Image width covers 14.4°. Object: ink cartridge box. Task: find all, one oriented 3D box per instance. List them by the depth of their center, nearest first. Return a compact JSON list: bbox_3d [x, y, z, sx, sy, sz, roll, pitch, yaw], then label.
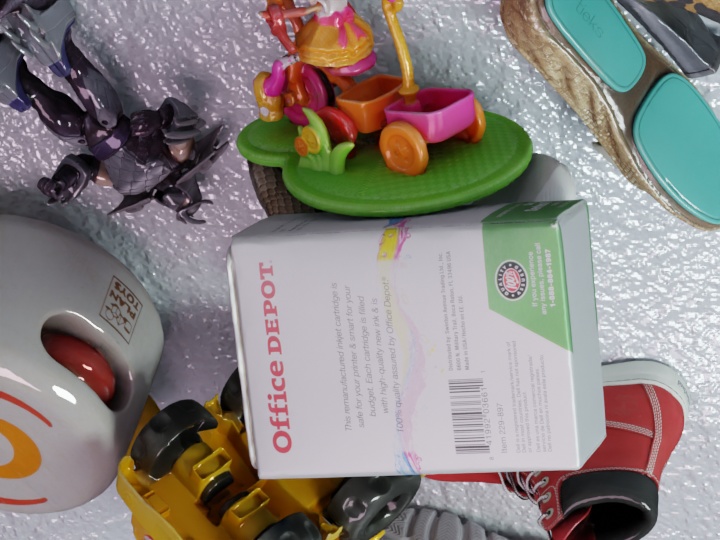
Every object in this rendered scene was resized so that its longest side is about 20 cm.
[{"bbox_3d":[0.033,0.039,1.640,0.199,0.087,0.146,-4,100,17],"label":"ink cartridge box"}]

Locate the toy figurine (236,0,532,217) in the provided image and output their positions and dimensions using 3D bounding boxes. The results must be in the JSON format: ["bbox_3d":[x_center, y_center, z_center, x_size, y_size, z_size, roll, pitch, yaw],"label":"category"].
[{"bbox_3d":[-0.001,-0.150,1.659,0.199,0.150,0.185,15,123,40],"label":"toy figurine"}]

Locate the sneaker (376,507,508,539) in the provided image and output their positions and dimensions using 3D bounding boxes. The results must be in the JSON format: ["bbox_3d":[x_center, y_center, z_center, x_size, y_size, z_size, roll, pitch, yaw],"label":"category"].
[{"bbox_3d":[0.082,0.237,1.964,0.199,0.078,0.112,14,131,8],"label":"sneaker"}]

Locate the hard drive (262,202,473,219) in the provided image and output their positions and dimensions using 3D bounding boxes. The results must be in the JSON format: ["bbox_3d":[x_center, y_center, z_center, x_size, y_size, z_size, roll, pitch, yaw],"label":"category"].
[{"bbox_3d":[0.034,-0.009,1.807,0.199,0.027,0.132,17,132,5],"label":"hard drive"}]

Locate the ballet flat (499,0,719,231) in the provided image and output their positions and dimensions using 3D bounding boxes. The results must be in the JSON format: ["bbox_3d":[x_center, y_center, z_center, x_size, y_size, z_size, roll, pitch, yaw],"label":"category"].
[{"bbox_3d":[0.152,-0.103,1.671,0.200,0.071,0.065,52,154,-21],"label":"ballet flat"}]

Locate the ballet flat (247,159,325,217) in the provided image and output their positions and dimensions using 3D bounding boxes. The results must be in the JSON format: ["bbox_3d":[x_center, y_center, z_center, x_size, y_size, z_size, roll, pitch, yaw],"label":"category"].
[{"bbox_3d":[0.000,0.000,1.730,0.046,0.067,0.200,-41,74,20],"label":"ballet flat"}]

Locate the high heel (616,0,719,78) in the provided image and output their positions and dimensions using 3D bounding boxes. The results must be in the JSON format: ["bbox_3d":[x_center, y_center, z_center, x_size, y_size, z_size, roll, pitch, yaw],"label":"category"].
[{"bbox_3d":[0.211,-0.183,1.562,0.199,0.072,0.143,-19,127,42],"label":"high heel"}]

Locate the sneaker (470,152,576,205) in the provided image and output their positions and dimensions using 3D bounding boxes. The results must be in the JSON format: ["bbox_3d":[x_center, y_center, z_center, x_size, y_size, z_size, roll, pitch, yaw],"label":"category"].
[{"bbox_3d":[0.098,0.003,1.737,0.088,0.076,0.200,25,142,-10],"label":"sneaker"}]

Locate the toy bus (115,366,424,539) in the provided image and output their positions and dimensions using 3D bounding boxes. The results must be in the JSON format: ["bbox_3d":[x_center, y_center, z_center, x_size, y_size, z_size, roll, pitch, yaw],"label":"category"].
[{"bbox_3d":[-0.070,0.163,1.872,0.136,0.200,0.192,46,143,18],"label":"toy bus"}]

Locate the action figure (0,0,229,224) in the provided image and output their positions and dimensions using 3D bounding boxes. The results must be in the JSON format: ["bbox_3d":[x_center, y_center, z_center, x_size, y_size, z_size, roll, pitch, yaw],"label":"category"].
[{"bbox_3d":[-0.169,-0.093,1.783,0.130,0.070,0.200,-33,116,32],"label":"action figure"}]

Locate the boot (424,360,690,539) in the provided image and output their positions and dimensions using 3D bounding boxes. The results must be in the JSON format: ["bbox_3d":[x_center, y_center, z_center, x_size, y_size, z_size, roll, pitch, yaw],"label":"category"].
[{"bbox_3d":[0.105,0.133,1.823,0.199,0.145,0.073,-11,126,29],"label":"boot"}]

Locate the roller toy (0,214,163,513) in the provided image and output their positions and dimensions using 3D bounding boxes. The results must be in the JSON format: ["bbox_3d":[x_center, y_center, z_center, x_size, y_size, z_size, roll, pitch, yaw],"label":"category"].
[{"bbox_3d":[-0.226,0.059,1.882,0.199,0.140,0.183,17,143,2],"label":"roller toy"}]
